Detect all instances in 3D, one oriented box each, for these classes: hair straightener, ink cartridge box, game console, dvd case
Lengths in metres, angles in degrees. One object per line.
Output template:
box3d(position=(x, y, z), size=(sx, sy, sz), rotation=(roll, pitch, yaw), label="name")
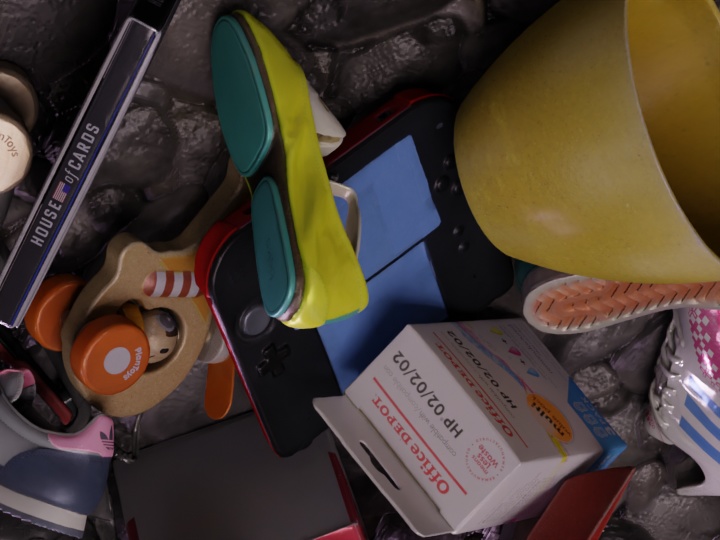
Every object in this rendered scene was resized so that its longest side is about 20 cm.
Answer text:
box3d(position=(-0.180, 0.047, 1.648), size=(0.077, 0.041, 0.200), rotation=(-30, 125, 5), label="hair straightener")
box3d(position=(0.070, 0.094, 1.646), size=(0.068, 0.115, 0.200), rotation=(-47, 160, 22), label="ink cartridge box")
box3d(position=(0.000, 0.000, 1.632), size=(0.200, 0.031, 0.177), rotation=(-36, 128, -18), label="game console")
box3d(position=(-0.149, -0.080, 1.506), size=(0.025, 0.150, 0.200), rotation=(27, 114, -6), label="dvd case")
box3d(position=(-0.057, 0.214, 1.732), size=(0.145, 0.145, 0.200), rotation=(-20, 125, -2), label="ink cartridge box")

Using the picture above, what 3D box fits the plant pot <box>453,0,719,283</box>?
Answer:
box3d(position=(0.141, -0.075, 1.585), size=(0.142, 0.200, 0.200), rotation=(-17, 131, 28), label="plant pot")

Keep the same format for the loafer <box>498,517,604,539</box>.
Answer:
box3d(position=(0.123, 0.223, 1.835), size=(0.073, 0.071, 0.200), rotation=(-3, 124, -14), label="loafer")

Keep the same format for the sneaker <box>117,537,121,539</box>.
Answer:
box3d(position=(-0.223, 0.202, 1.733), size=(0.200, 0.077, 0.084), rotation=(19, 134, -23), label="sneaker")

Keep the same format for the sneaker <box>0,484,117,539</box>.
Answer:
box3d(position=(-0.201, 0.182, 1.664), size=(0.104, 0.200, 0.060), rotation=(-12, 166, -25), label="sneaker")

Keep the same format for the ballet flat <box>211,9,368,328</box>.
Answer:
box3d(position=(-0.037, -0.058, 1.541), size=(0.067, 0.200, 0.067), rotation=(-1, 154, -27), label="ballet flat")

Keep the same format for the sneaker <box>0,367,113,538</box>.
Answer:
box3d(position=(-0.238, 0.086, 1.613), size=(0.200, 0.070, 0.082), rotation=(25, 88, 11), label="sneaker")

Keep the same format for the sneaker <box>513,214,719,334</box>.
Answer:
box3d(position=(0.195, -0.019, 1.674), size=(0.200, 0.080, 0.071), rotation=(-9, 137, 2), label="sneaker")

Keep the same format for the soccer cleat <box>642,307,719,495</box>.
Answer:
box3d(position=(0.222, 0.072, 1.764), size=(0.086, 0.070, 0.200), rotation=(-9, 121, 15), label="soccer cleat")

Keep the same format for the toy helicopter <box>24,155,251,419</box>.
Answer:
box3d(position=(-0.098, 0.005, 1.617), size=(0.200, 0.079, 0.132), rotation=(-53, 132, -2), label="toy helicopter")

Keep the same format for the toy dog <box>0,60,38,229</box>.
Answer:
box3d(position=(-0.253, -0.033, 1.527), size=(0.096, 0.132, 0.200), rotation=(19, 87, -12), label="toy dog")

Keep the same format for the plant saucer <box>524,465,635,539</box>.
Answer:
box3d(position=(0.089, 0.229, 1.668), size=(0.037, 0.200, 0.200), rotation=(31, 146, 9), label="plant saucer")
